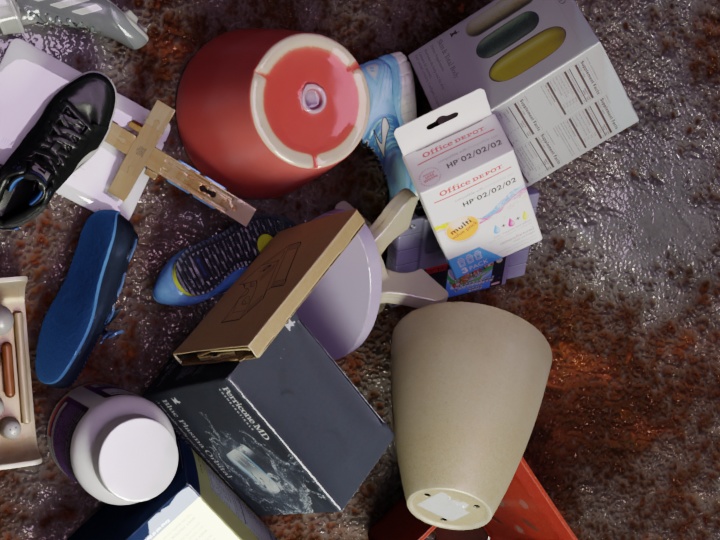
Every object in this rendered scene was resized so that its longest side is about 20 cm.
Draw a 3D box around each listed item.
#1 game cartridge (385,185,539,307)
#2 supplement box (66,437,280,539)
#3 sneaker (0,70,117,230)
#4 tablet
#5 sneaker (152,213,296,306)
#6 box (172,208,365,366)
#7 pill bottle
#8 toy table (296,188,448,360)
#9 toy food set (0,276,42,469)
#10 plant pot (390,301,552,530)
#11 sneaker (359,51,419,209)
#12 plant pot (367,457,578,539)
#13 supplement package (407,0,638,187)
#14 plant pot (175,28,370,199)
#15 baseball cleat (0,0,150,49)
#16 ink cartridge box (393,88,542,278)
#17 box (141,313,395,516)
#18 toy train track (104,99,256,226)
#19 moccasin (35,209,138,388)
[{"bbox_3d":[0.124,-0.028,1.592,0.197,0.038,0.131,-13,125,-24],"label":"game cartridge"},{"bbox_3d":[-0.196,0.335,1.400,0.200,0.134,0.200,-41,108,1],"label":"supplement box"},{"bbox_3d":[-0.318,-0.118,1.351,0.073,0.112,0.201,39,89,-19],"label":"sneaker"},{"bbox_3d":[-0.318,-0.151,1.425,0.198,0.014,0.132,28,79,-23],"label":"tablet"},{"bbox_3d":[-0.154,-0.011,1.487,0.199,0.078,0.067,-25,88,-41],"label":"sneaker"},{"bbox_3d":[-0.097,0.020,1.370,0.021,0.163,0.201,49,59,-20],"label":"box"},{"bbox_3d":[-0.257,0.182,1.359,0.110,0.199,0.113,-1,92,-24],"label":"pill bottle"},{"bbox_3d":[0.000,0.000,1.497,0.116,0.201,0.184,-27,69,-38],"label":"toy table"},{"bbox_3d":[-0.413,0.111,1.362,0.141,0.060,0.204,-5,93,-25],"label":"toy food set"},{"bbox_3d":[0.109,0.172,1.423,0.186,0.187,0.202,29,52,-22],"label":"plant pot"},{"bbox_3d":[0.027,-0.157,1.567,0.088,0.078,0.204,-8,91,-5],"label":"sneaker"},{"bbox_3d":[0.122,0.337,1.554,0.199,0.176,0.201,-41,108,-18],"label":"plant pot"},{"bbox_3d":[0.189,-0.214,1.516,0.198,0.153,0.151,-30,139,12],"label":"supplement package"},{"bbox_3d":[-0.086,-0.181,1.443,0.197,0.177,0.204,0,91,-25],"label":"plant pot"},{"bbox_3d":[-0.329,-0.279,1.396,0.199,0.070,0.107,35,84,-12],"label":"baseball cleat"},{"bbox_3d":[0.122,-0.093,1.448,0.114,0.068,0.201,-25,138,3],"label":"ink cartridge box"},{"bbox_3d":[-0.103,0.158,1.419,0.197,0.199,0.118,51,55,-16],"label":"box"},{"bbox_3d":[-0.206,-0.111,1.443,0.198,0.033,0.116,31,96,-8],"label":"toy train track"},{"bbox_3d":[-0.284,0.036,1.408,0.068,0.080,0.203,38,71,-54],"label":"moccasin"}]
